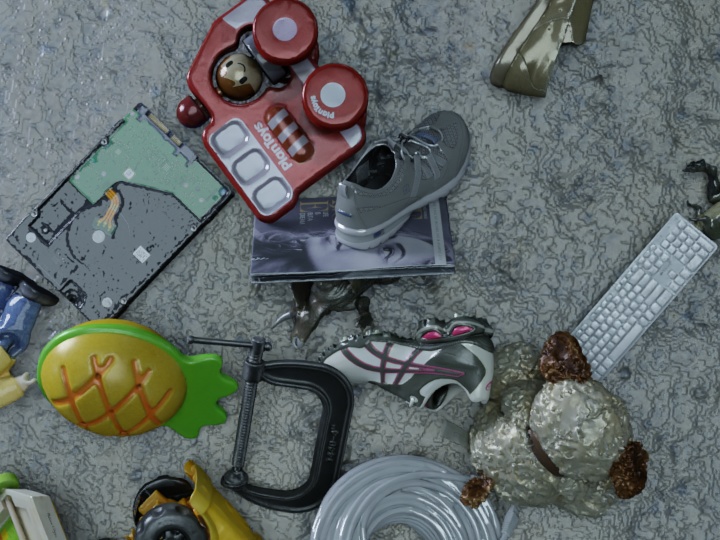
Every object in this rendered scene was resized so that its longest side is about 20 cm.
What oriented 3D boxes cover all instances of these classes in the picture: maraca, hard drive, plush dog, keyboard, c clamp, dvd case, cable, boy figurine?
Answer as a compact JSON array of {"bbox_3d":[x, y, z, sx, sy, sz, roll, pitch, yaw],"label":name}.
[{"bbox_3d":[-0.226,0.113,1.714,0.200,0.107,0.137,13,129,-12],"label":"maraca"},{"bbox_3d":[-0.247,-0.056,1.757,0.140,0.038,0.200,43,89,2],"label":"hard drive"},{"bbox_3d":[0.189,0.160,1.653,0.160,0.172,0.200,-30,85,-44],"label":"plush dog"},{"bbox_3d":[0.279,0.034,1.740,0.056,0.011,0.200,40,101,3],"label":"keyboard"},{"bbox_3d":[-0.093,0.155,1.715,0.170,0.027,0.200,2,112,-8],"label":"c clamp"},{"bbox_3d":[-0.009,-0.035,1.707,0.200,0.149,0.016,-2,121,0],"label":"dvd case"},{"bbox_3d":[0.044,0.282,1.689,0.200,0.069,0.200,22,67,-8],"label":"cable"},{"bbox_3d":[-0.384,0.098,1.732,0.124,0.064,0.200,28,89,21],"label":"boy figurine"}]

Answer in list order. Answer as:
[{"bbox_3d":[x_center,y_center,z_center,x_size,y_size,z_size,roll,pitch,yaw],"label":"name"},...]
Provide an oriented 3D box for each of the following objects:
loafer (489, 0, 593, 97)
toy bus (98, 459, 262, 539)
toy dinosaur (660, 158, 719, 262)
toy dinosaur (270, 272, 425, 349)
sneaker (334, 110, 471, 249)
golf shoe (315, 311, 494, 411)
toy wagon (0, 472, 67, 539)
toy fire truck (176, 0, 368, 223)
[{"bbox_3d":[0.210,-0.262,1.750,0.067,0.076,0.200,34,98,1],"label":"loafer"},{"bbox_3d":[-0.177,0.321,1.702,0.200,0.136,0.192,-45,104,0],"label":"toy bus"},{"bbox_3d":[0.386,-0.081,1.746,0.200,0.047,0.088,-26,105,4],"label":"toy dinosaur"},{"bbox_3d":[0.000,0.000,1.729,0.200,0.102,0.077,-40,127,-15],"label":"toy dinosaur"},{"bbox_3d":[0.046,-0.106,1.699,0.075,0.082,0.200,19,49,28],"label":"sneaker"},{"bbox_3d":[0.041,0.100,1.691,0.200,0.077,0.088,-13,77,33],"label":"golf shoe"},{"bbox_3d":[-0.360,0.307,1.705,0.200,0.040,0.155,-49,54,31],"label":"toy wagon"},{"bbox_3d":[-0.092,-0.170,1.721,0.168,0.112,0.200,-37,86,-5],"label":"toy fire truck"}]
